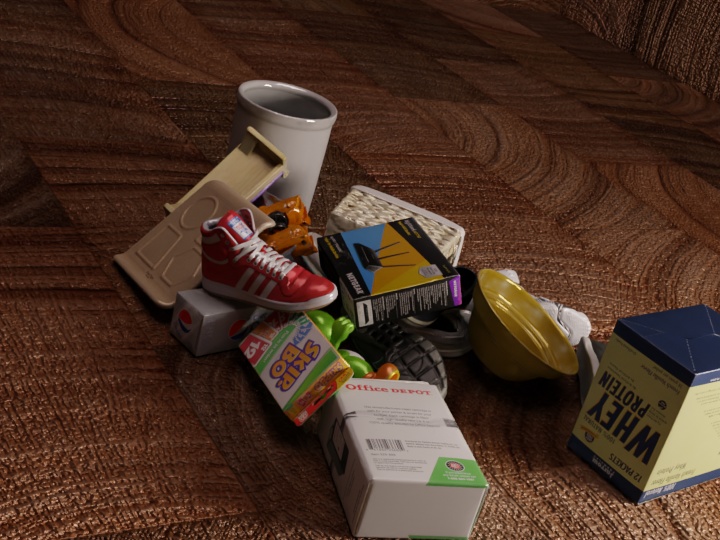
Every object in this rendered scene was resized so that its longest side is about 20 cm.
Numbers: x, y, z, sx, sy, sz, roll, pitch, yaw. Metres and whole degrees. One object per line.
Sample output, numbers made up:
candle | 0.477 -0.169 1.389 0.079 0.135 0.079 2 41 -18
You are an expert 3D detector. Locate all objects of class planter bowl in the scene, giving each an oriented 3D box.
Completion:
planter bowl | 0.214 0.098 1.687 0.200 0.083 0.201 38 22 -18

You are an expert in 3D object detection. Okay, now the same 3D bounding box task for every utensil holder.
utensil holder | -0.144 -0.194 1.968 0.169 0.201 0.170 14 24 -6

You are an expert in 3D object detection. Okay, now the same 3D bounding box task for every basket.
basket | 0.041 -0.025 1.817 0.199 0.136 0.123 23 30 15

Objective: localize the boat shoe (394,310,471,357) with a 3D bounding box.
boat shoe | 0.109 0.084 1.708 0.201 0.065 0.074 -7 34 -42

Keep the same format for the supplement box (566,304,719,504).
supplement box | 0.412 0.172 1.550 0.199 0.201 0.134 -6 33 -39

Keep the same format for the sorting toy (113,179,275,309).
sorting toy | -0.235 -0.037 1.663 0.200 0.037 0.185 -38 38 -13

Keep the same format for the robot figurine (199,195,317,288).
robot figurine | -0.164 -0.028 1.679 0.199 0.058 0.145 -24 39 8

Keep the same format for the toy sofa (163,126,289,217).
toy sofa | -0.206 -0.117 1.815 0.083 0.098 0.200 40 70 14

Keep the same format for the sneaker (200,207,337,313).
sneaker | -0.124 -0.016 1.512 0.199 0.113 0.071 9 28 24

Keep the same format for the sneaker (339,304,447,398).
sneaker | 0.049 0.116 1.581 0.075 0.080 0.200 -31 54 -19

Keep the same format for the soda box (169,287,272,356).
soda box | -0.158 0.059 1.600 0.199 0.064 0.068 -9 34 -42

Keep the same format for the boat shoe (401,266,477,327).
boat shoe | 0.104 0.031 1.664 0.075 0.062 0.200 46 30 21

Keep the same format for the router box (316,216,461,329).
router box | 0.035 0.000 1.604 0.148 0.051 0.200 -13 28 -12

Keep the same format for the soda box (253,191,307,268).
soda box | -0.135 -0.050 1.815 0.063 0.069 0.200 29 18 -27

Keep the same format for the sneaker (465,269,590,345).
sneaker | 0.262 0.054 1.850 0.199 0.076 0.115 11 28 -3

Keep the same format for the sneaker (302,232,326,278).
sneaker | 0.000 0.000 1.732 0.200 0.081 0.077 36 26 -6

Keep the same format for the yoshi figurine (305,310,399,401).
yoshi figurine | -0.028 0.110 1.538 0.199 0.113 0.112 28 12 28

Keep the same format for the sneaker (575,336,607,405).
sneaker | 0.372 0.157 1.708 0.099 0.071 0.200 12 21 1

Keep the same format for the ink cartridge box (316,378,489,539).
ink cartridge box | 0.043 0.216 1.371 0.145 0.085 0.200 6 27 -18

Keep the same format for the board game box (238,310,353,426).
board game box | -0.083 0.110 1.460 0.030 0.096 0.200 47 -1 -36
